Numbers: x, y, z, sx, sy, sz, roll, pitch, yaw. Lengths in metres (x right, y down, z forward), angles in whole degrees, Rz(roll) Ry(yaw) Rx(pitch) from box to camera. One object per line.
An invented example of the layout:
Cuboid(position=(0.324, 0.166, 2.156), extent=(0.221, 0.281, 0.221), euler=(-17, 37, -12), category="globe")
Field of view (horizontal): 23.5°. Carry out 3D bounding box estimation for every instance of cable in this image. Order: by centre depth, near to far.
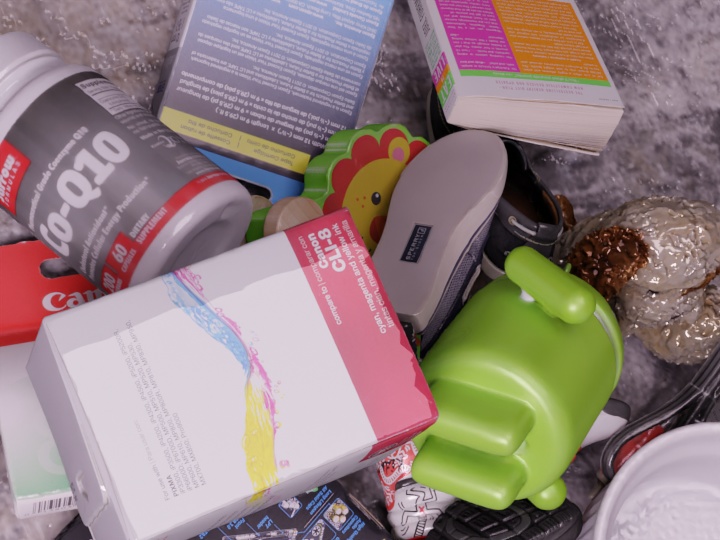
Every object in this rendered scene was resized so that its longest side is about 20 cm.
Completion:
Cuboid(position=(0.238, 0.100, 1.291), extent=(0.097, 0.050, 0.200), euler=(27, 93, -32), category="cable")

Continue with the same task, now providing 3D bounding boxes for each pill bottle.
Cuboid(position=(-0.180, -0.065, 1.157), extent=(0.200, 0.114, 0.114), euler=(37, 62, 16), category="pill bottle")

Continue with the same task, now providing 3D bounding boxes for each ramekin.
Cuboid(position=(0.239, 0.214, 1.199), extent=(0.200, 0.098, 0.201), euler=(5, 69, -13), category="ramekin")

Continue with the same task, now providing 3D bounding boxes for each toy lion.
Cuboid(position=(0.000, 0.000, 1.245), extent=(0.191, 0.069, 0.200), euler=(-19, 105, -40), category="toy lion")

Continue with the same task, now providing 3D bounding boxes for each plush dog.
Cuboid(position=(0.209, -0.005, 1.291), extent=(0.200, 0.172, 0.161), euler=(-12, 78, -24), category="plush dog")

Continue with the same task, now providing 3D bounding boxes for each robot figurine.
Cuboid(position=(0.104, 0.073, 1.145), extent=(0.115, 0.176, 0.200), euler=(14, 32, 21), category="robot figurine")

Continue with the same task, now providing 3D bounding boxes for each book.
Cuboid(position=(0.110, -0.180, 1.331), extent=(0.133, 0.048, 0.200), euler=(7, 43, -19), category="book")

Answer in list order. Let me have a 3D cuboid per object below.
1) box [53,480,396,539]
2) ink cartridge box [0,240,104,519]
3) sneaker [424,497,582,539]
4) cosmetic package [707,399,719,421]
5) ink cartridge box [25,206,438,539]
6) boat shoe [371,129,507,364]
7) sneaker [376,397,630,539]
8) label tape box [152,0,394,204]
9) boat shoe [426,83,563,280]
Cuboid(position=(-0.092, 0.204, 1.172), extent=(0.199, 0.050, 0.200), euler=(45, 62, -4), category="box")
Cuboid(position=(-0.168, 0.055, 1.156), extent=(0.161, 0.050, 0.200), euler=(-9, 68, -17), category="ink cartridge box")
Cuboid(position=(0.068, 0.220, 1.177), extent=(0.200, 0.076, 0.091), euler=(-29, 120, -15), category="sneaker")
Cuboid(position=(0.355, 0.120, 1.297), extent=(0.081, 0.200, 0.113), euler=(-20, 82, -26), category="cosmetic package")
Cuboid(position=(-0.084, 0.076, 1.052), extent=(0.200, 0.145, 0.145), euler=(-21, 81, -20), category="ink cartridge box")
Cuboid(position=(0.053, -0.005, 1.226), extent=(0.075, 0.093, 0.200), euler=(14, 52, 23), category="boat shoe")
Cuboid(position=(0.108, 0.150, 1.263), extent=(0.201, 0.067, 0.108), euler=(-1, 77, -20), category="sneaker")
Cuboid(position=(-0.073, -0.135, 1.270), extent=(0.143, 0.066, 0.200), euler=(17, 89, -17), category="label tape box")
Cuboid(position=(0.104, -0.084, 1.307), extent=(0.072, 0.068, 0.200), euler=(-3, 51, -20), category="boat shoe")
